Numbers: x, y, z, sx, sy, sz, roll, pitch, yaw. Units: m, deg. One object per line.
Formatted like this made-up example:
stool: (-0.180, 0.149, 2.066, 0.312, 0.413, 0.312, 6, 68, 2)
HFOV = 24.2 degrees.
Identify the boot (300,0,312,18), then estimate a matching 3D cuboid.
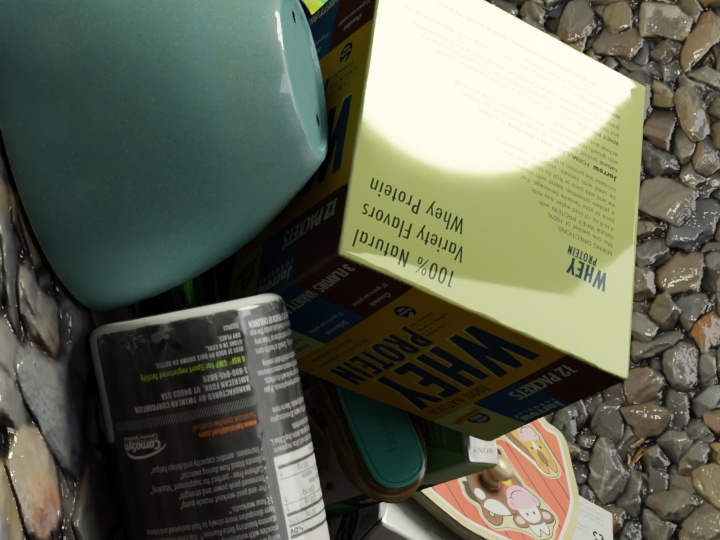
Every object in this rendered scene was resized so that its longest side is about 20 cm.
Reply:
boot: (-0.092, -0.168, 1.087, 0.200, 0.096, 0.075, 24, 50, -79)

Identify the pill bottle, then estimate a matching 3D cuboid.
pill bottle: (-0.072, 0.119, 0.869, 0.106, 0.105, 0.202, -11, 91, -81)

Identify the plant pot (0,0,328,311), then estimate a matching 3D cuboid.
plant pot: (-0.092, -0.091, 0.882, 0.200, 0.133, 0.202, -12, 90, -80)

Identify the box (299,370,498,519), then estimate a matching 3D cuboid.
box: (0.000, 0.082, 1.118, 0.036, 0.199, 0.146, 8, 67, -42)

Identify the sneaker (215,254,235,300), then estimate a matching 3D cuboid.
sneaker: (-0.043, -0.052, 1.100, 0.201, 0.076, 0.112, -57, -154, 36)

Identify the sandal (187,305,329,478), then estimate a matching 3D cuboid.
sandal: (-0.076, 0.083, 1.033, 0.054, 0.080, 0.201, 58, -5, 46)

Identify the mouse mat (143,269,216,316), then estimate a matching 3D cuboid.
mouse mat: (-0.119, -0.036, 1.067, 0.161, 0.007, 0.202, 50, 32, -72)

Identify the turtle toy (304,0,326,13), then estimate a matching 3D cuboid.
turtle toy: (-0.042, -0.220, 1.372, 0.201, 0.101, 0.146, 55, -8, 24)

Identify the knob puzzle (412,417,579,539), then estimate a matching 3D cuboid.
knob puzzle: (0.089, 0.122, 1.186, 0.218, 0.031, 0.221, 28, 33, -20)

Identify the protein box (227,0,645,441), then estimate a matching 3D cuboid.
protein box: (0.046, -0.037, 0.984, 0.197, 0.135, 0.202, 23, 58, -25)

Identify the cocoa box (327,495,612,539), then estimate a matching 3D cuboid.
cocoa box: (0.067, 0.213, 1.212, 0.199, 0.131, 0.134, 30, 37, -15)

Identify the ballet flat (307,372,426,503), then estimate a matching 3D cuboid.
ballet flat: (-0.012, 0.053, 1.060, 0.202, 0.067, 0.072, 69, -23, 11)
